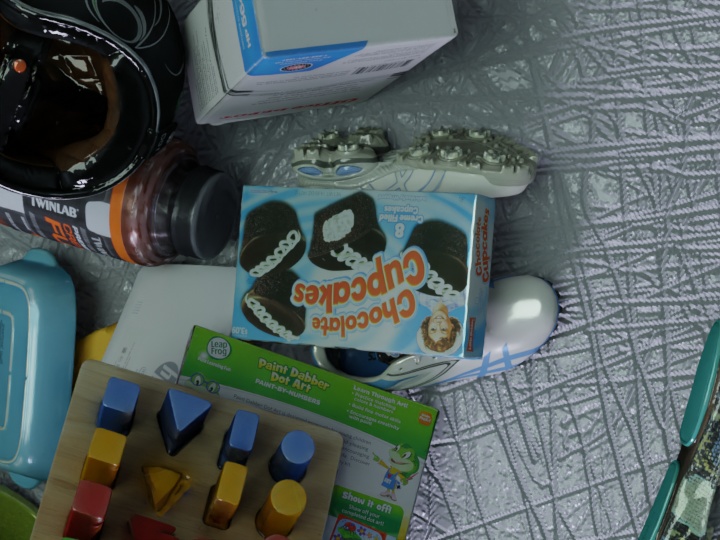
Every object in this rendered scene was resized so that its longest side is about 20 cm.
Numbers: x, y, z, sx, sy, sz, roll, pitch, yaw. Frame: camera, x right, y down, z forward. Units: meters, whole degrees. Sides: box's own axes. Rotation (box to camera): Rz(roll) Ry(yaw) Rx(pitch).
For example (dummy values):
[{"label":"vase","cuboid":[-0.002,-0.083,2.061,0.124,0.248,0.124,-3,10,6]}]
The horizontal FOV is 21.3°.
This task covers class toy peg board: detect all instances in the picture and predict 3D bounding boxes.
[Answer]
[{"label":"toy peg board","cuboid":[-0.117,0.165,1.307,0.198,0.098,0.201,17,63,-7]}]

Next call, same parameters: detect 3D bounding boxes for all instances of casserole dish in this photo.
[{"label":"casserole dish","cuboid":[-0.286,0.082,1.588,0.120,0.039,0.203,10,96,48]}]

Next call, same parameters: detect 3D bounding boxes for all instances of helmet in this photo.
[{"label":"helmet","cuboid":[-0.229,-0.160,1.416,0.198,0.191,0.202,-5,122,-7]}]

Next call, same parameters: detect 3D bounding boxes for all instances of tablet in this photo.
[{"label":"tablet","cuboid":[-0.163,0.085,1.488,0.129,0.014,0.202,2,63,41]}]

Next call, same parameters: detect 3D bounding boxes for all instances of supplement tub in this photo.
[{"label":"supplement tub","cuboid":[-0.198,-0.065,1.526,0.198,0.107,0.108,15,98,25]}]

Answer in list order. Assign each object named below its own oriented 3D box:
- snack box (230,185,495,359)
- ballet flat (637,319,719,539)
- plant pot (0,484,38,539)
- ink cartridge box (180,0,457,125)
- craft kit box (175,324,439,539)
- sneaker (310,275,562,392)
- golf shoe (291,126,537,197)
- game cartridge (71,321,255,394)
[{"label":"snack box","cuboid":[0.000,0.000,1.397,0.198,0.037,0.118,3,87,30]},{"label":"ballet flat","cuboid":[0.250,0.133,1.345,0.074,0.074,0.202,23,103,23]},{"label":"plant pot","cuboid":[-0.355,0.304,1.585,0.201,0.199,0.190,51,124,16]},{"label":"ink cartridge box","cuboid":[-0.036,-0.173,1.373,0.200,0.144,0.085,157,102,-69]},{"label":"craft kit box","cuboid":[-0.060,0.163,1.399,0.198,0.049,0.199,20,66,-5]},{"label":"sneaker","cuboid":[0.055,0.050,1.426,0.198,0.072,0.073,-16,83,24]},{"label":"golf shoe","cuboid":[0.045,-0.055,1.440,0.198,0.078,0.098,3,110,31]},{"label":"game cartridge","cuboid":[-0.161,0.121,1.555,0.199,0.032,0.178,-25,80,23]}]
